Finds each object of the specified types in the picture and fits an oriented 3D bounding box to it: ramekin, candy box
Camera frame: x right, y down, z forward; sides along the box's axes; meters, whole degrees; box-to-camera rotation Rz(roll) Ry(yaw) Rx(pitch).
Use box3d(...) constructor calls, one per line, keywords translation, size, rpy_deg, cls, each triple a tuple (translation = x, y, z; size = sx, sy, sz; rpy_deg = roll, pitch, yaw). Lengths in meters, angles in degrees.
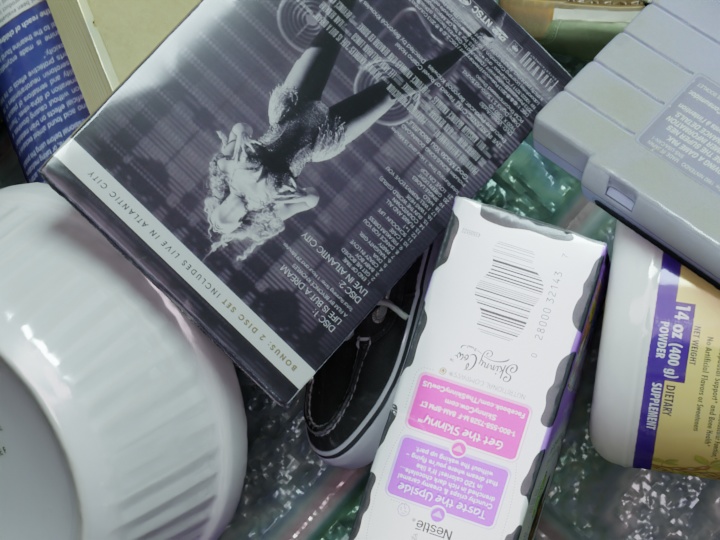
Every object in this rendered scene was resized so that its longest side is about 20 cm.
box3d(translation=(-0.157, 0.070, 0.888), size=(0.201, 0.094, 0.204), rpy_deg=(17, 121, 29), cls="ramekin")
box3d(translation=(0.053, 0.080, 0.870), size=(0.071, 0.168, 0.201), rpy_deg=(17, 87, 9), cls="candy box")

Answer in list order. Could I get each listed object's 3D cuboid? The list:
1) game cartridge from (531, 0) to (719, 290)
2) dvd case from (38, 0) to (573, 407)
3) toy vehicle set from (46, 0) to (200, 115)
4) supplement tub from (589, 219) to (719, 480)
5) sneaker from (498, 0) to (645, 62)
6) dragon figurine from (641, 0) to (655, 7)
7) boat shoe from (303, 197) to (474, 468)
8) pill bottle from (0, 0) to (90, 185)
box3d(translation=(0.185, -0.042, 0.805), size=(0.200, 0.038, 0.130), rpy_deg=(37, 71, 23), cls="game cartridge")
box3d(translation=(-0.021, -0.063, 0.845), size=(0.149, 0.016, 0.200), rpy_deg=(43, 78, -5), cls="dvd case")
box3d(translation=(-0.046, -0.116, 0.911), size=(0.199, 0.026, 0.125), rpy_deg=(-16, 80, -35), cls="toy vehicle set")
box3d(translation=(0.211, 0.030, 0.863), size=(0.198, 0.145, 0.147), rpy_deg=(8, 86, 9), cls="supplement tub")
box3d(translation=(0.163, -0.095, 0.920), size=(0.199, 0.067, 0.091), rpy_deg=(4, 114, 24), cls="sneaker")
box3d(translation=(0.112, -0.201, 0.920), size=(0.099, 0.059, 0.201), rpy_deg=(12, 63, 0), cls="dragon figurine")
box3d(translation=(0.001, 0.001, 0.906), size=(0.074, 0.068, 0.200), rpy_deg=(44, 119, 47), cls="boat shoe")
box3d(translation=(-0.116, -0.071, 0.936), size=(0.110, 0.111, 0.201), rpy_deg=(-22, 82, 6), cls="pill bottle")
